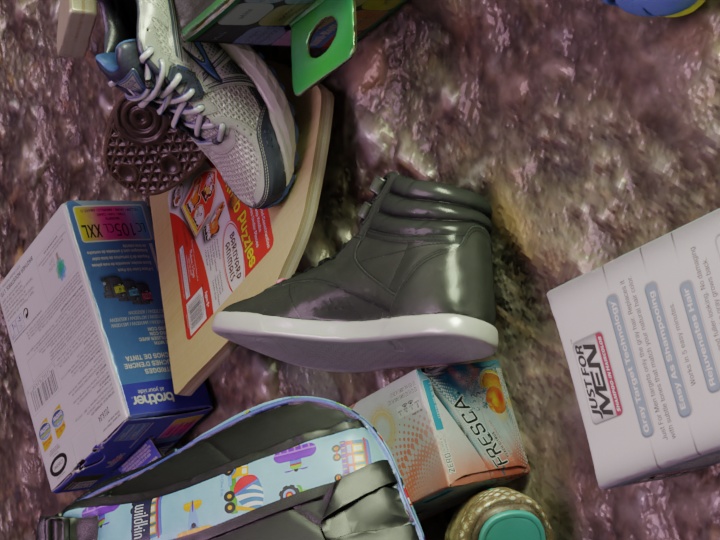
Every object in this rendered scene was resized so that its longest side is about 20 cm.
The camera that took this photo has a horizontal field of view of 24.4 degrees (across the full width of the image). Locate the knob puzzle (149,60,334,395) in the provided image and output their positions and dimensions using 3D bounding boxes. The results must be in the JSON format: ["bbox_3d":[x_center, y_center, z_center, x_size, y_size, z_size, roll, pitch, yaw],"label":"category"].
[{"bbox_3d":[-0.068,-0.044,1.062,0.219,0.030,0.222,-29,54,49],"label":"knob puzzle"}]

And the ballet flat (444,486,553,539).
[{"bbox_3d":[0.073,0.213,0.900,0.065,0.070,0.202,-145,60,-75],"label":"ballet flat"}]

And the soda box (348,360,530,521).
[{"bbox_3d":[0.007,0.116,0.963,0.200,0.063,0.069,-34,67,47],"label":"soda box"}]

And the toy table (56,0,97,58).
[{"bbox_3d":[-0.178,-0.244,1.094,0.201,0.182,0.118,102,162,-58],"label":"toy table"}]

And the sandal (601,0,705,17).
[{"bbox_3d":[0.095,-0.185,0.808,0.200,0.087,0.080,43,123,39],"label":"sandal"}]

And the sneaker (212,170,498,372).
[{"bbox_3d":[0.000,0.000,0.940,0.199,0.070,0.100,-5,68,41],"label":"sneaker"}]

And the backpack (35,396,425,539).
[{"bbox_3d":[-0.047,0.170,0.880,0.199,0.134,0.184,-29,63,12],"label":"backpack"}]

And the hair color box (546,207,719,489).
[{"bbox_3d":[0.179,0.024,0.737,0.200,0.060,0.100,-29,70,49],"label":"hair color box"}]

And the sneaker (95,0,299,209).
[{"bbox_3d":[-0.113,-0.119,0.984,0.077,0.085,0.201,-24,98,49],"label":"sneaker"}]

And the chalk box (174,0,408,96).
[{"bbox_3d":[-0.033,-0.202,0.943,0.124,0.123,0.202,-28,72,48],"label":"chalk box"}]

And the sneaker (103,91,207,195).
[{"bbox_3d":[-0.100,-0.136,1.078,0.070,0.076,0.201,33,121,-3],"label":"sneaker"}]

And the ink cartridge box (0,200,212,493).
[{"bbox_3d":[-0.183,0.069,1.193,0.136,0.076,0.201,-42,59,46],"label":"ink cartridge box"}]
